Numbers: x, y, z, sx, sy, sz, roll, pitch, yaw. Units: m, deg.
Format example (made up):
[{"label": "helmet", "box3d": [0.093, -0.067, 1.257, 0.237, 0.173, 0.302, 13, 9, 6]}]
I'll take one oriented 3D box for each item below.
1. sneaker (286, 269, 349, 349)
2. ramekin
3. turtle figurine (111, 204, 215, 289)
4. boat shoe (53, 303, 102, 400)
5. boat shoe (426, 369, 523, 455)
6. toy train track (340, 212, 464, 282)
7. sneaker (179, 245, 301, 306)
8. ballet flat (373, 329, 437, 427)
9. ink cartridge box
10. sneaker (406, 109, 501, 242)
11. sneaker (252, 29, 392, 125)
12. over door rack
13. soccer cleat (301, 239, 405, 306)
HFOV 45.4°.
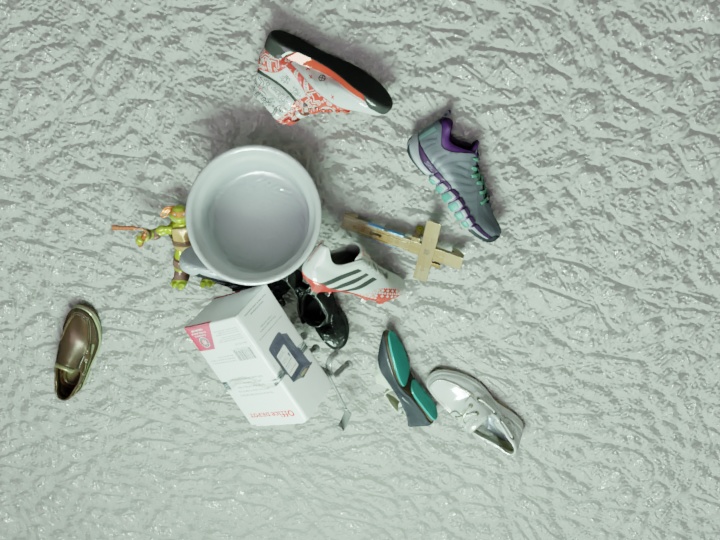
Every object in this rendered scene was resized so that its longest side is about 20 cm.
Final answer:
[{"label": "sneaker", "box3d": [-0.068, 0.067, 1.393, 0.059, 0.105, 0.203, -5, 120, 15]}, {"label": "ramekin", "box3d": [-0.154, -0.076, 1.278, 0.196, 0.098, 0.205, 0, 85, -1]}, {"label": "turtle figurine", "box3d": [-0.292, -0.046, 1.393, 0.196, 0.065, 0.163, -10, 130, -7]}, {"label": "boat shoe", "box3d": [-0.522, 0.157, 1.571, 0.073, 0.075, 0.205, 18, 124, 1]}, {"label": "boat shoe", "box3d": [0.196, 0.243, 1.463, 0.198, 0.070, 0.071, 33, 125, -8]}, {"label": "toy train track", "box3d": [0.067, -0.051, 1.335, 0.197, 0.033, 0.116, 19, 131, 8]}, {"label": "sneaker", "box3d": [-0.200, 0.022, 1.388, 0.196, 0.076, 0.115, 6, 131, -21]}, {"label": "ballet flat", "box3d": [0.063, 0.191, 1.464, 0.072, 0.074, 0.202, -18, 118, 23]}, {"label": "ink cartridge box", "box3d": [-0.156, 0.135, 1.329, 0.143, 0.084, 0.202, -13, 116, 46]}, {"label": "sneaker", "box3d": [0.156, -0.131, 1.239, 0.087, 0.075, 0.200, -36, 108, 24]}, {"label": "sneaker", "box3d": [-0.058, -0.246, 1.219, 0.199, 0.068, 0.109, 28, 125, -1]}, {"label": "over door rack", "box3d": [-0.086, 0.167, 1.448, 0.146, 0.067, 0.202, 23, 145, 23]}, {"label": "soccer cleat", "box3d": [0.000, 0.000, 1.315, 0.197, 0.069, 0.086, 8, 119, -37]}]
